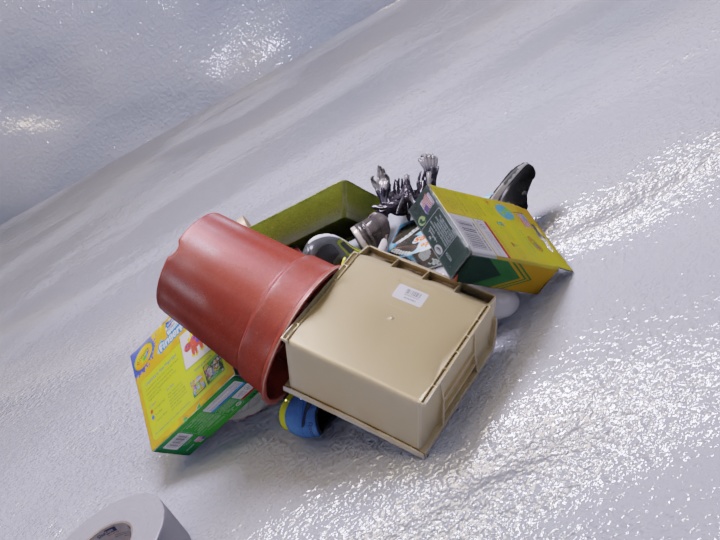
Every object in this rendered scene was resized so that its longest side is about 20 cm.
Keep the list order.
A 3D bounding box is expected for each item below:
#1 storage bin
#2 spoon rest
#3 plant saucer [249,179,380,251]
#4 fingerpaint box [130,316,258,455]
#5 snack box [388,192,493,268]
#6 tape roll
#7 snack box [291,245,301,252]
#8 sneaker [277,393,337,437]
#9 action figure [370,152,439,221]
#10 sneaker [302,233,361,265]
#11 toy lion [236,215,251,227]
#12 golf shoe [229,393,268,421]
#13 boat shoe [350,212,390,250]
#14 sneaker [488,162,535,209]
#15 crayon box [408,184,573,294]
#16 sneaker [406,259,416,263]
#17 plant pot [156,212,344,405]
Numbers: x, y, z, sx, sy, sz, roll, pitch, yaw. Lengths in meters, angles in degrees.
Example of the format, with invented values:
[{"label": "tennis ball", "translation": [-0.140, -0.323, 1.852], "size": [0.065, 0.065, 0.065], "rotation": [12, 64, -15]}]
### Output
[{"label": "storage bin", "translation": [0.038, 0.087, 1.202], "size": [0.198, 0.094, 0.199], "rotation": [22, 50, 24]}, {"label": "spoon rest", "translation": [0.113, 0.017, 1.311], "size": [0.197, 0.061, 0.100], "rotation": [18, 35, 6]}, {"label": "plant saucer", "translation": [-0.068, -0.069, 1.643], "size": [0.198, 0.048, 0.200], "rotation": [-26, -14, 16]}, {"label": "fingerpaint box", "translation": [-0.233, 0.140, 1.426], "size": [0.200, 0.073, 0.168], "rotation": [-43, 52, 27]}, {"label": "snack box", "translation": [0.135, -0.055, 1.543], "size": [0.198, 0.037, 0.117], "rotation": [-18, 28, 32]}, {"label": "tape roll", "translation": [-0.309, 0.375, 1.237], "size": [0.199, 0.067, 0.201], "rotation": [-27, 23, 13]}, {"label": "snack box", "translation": [-0.066, 0.034, 1.529], "size": [0.024, 0.073, 0.200], "rotation": [-24, 33, -13]}, {"label": "sneaker", "translation": [-0.025, 0.147, 1.330], "size": [0.078, 0.066, 0.200], "rotation": [7, 44, 40]}, {"label": "action figure", "translation": [0.075, -0.135, 1.633], "size": [0.117, 0.104, 0.200], "rotation": [-9, 6, 4]}, {"label": "sneaker", "translation": [0.000, 0.000, 1.438], "size": [0.084, 0.199, 0.075], "rotation": [16, 88, 47]}, {"label": "toy lion", "translation": [-0.172, 0.014, 1.616], "size": [0.068, 0.202, 0.192], "rotation": [-30, 4, 0]}, {"label": "golf shoe", "translation": [-0.141, 0.147, 1.437], "size": [0.198, 0.092, 0.076], "rotation": [-28, 25, 15]}, {"label": "boat shoe", "translation": [0.024, -0.051, 1.584], "size": [0.057, 0.067, 0.200], "rotation": [-32, -5, 0]}, {"label": "sneaker", "translation": [0.207, -0.061, 1.410], "size": [0.201, 0.087, 0.076], "rotation": [-52, -7, -22]}, {"label": "crayon box", "translation": [0.169, -0.036, 1.276], "size": [0.051, 0.198, 0.128], "rotation": [-54, 47, 29]}, {"label": "sneaker", "translation": [0.077, 0.056, 1.363], "size": [0.074, 0.081, 0.201], "rotation": [-12, 35, 9]}, {"label": "plant pot", "translation": [-0.145, 0.036, 1.289], "size": [0.194, 0.202, 0.201], "rotation": [30, 54, 15]}]
